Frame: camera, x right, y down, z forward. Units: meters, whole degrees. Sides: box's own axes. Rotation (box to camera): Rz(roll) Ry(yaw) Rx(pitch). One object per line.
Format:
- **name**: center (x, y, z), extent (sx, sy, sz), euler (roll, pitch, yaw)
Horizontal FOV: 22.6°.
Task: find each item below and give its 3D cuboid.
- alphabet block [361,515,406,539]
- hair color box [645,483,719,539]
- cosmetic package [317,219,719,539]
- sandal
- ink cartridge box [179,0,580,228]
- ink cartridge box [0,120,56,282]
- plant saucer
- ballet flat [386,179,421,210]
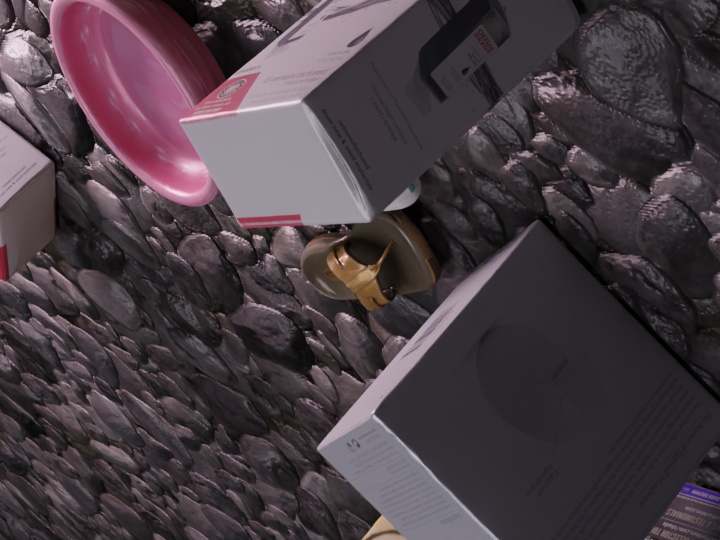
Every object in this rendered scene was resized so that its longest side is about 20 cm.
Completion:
- **alphabet block**: center (0.113, 0.306, 1.565), extent (0.199, 0.195, 0.197), euler (23, 146, 36)
- **hair color box**: center (0.301, 0.261, 1.376), extent (0.109, 0.065, 0.201), euler (13, 142, 47)
- **cosmetic package**: center (0.115, 0.115, 1.265), extent (0.200, 0.199, 0.123), euler (45, 154, -2)
- **sandal**: center (0.000, 0.000, 1.425), extent (0.080, 0.054, 0.200), euler (49, 154, -12)
- **ink cartridge box**: center (0.012, -0.117, 1.066), extent (0.145, 0.200, 0.085), euler (-1, 125, 55)
- **ink cartridge box**: center (-0.405, -0.104, 1.813), extent (0.199, 0.086, 0.148), euler (36, 153, 12)
- **plant saucer**: center (-0.165, -0.146, 1.429), extent (0.200, 0.051, 0.201), euler (38, 151, 25)
- **ballet flat**: center (-0.026, -0.063, 1.368), extent (0.199, 0.069, 0.070), euler (-1, 130, 53)
